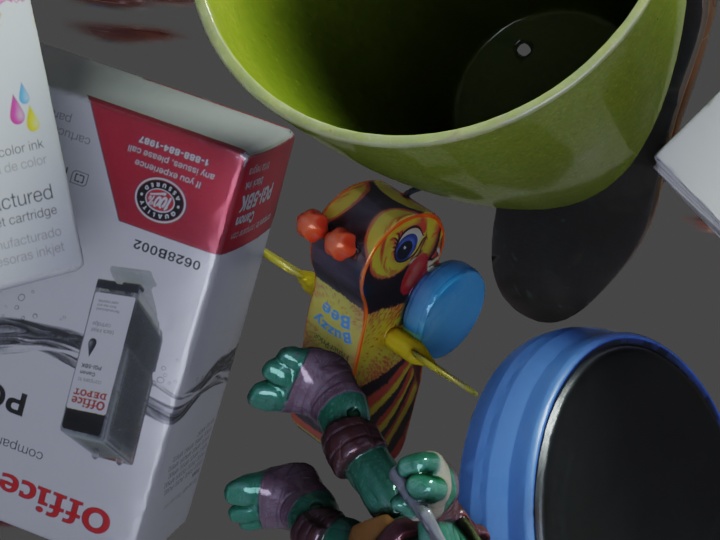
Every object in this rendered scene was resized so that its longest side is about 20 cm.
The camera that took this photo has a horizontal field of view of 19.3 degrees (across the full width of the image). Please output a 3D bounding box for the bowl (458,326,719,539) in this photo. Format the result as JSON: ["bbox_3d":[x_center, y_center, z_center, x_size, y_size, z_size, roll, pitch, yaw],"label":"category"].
[{"bbox_3d":[0.120,0.125,0.983,0.039,0.201,0.202,-11,113,40],"label":"bowl"}]

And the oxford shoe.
[{"bbox_3d":[0.122,-0.064,0.991,0.071,0.071,0.201,31,119,14],"label":"oxford shoe"}]

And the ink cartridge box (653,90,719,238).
[{"bbox_3d":[0.249,-0.070,0.955,0.200,0.083,0.146,-45,145,8],"label":"ink cartridge box"}]

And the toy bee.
[{"bbox_3d":[0.000,0.000,0.974,0.130,0.108,0.202,8,99,38],"label":"toy bee"}]

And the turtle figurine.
[{"bbox_3d":[0.008,0.128,0.886,0.100,0.200,0.150,17,112,-36],"label":"turtle figurine"}]

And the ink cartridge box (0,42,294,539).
[{"bbox_3d":[-0.131,0.014,0.959,0.146,0.083,0.202,19,104,9],"label":"ink cartridge box"}]

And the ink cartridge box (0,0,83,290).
[{"bbox_3d":[-0.206,-0.082,0.836,0.147,0.085,0.202,-15,100,-29],"label":"ink cartridge box"}]

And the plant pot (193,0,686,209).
[{"bbox_3d":[0.053,-0.101,0.845,0.185,0.200,0.189,-6,70,16],"label":"plant pot"}]
